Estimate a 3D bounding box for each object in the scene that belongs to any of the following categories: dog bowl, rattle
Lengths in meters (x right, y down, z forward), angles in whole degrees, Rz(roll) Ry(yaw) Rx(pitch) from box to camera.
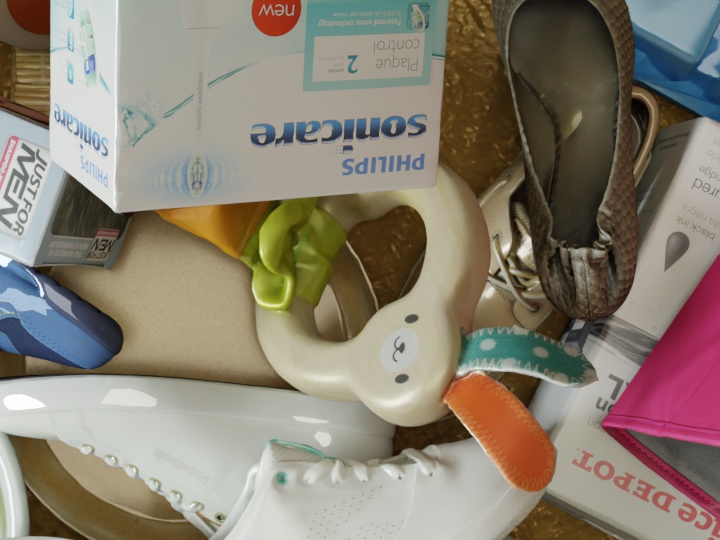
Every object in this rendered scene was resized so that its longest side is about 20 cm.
[{"bbox_3d":[0.190,-0.128,0.904,0.199,0.050,0.112,27,87,-5],"label":"dog bowl"},{"bbox_3d":[0.000,0.000,0.769,0.130,0.200,0.143,-32,133,-2],"label":"rattle"}]

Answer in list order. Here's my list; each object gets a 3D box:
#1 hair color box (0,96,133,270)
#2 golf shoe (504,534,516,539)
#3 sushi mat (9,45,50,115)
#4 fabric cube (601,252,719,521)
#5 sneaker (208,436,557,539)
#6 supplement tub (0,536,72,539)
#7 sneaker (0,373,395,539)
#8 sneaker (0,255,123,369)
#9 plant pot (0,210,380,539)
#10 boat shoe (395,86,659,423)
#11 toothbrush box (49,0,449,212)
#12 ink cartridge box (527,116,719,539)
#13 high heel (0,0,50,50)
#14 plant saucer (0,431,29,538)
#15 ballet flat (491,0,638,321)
[{"bbox_3d":[-0.207,-0.063,0.811,0.199,0.099,0.061,23,94,12],"label":"hair color box"},{"bbox_3d":[0.124,0.192,0.893,0.200,0.077,0.088,46,66,-6],"label":"golf shoe"},{"bbox_3d":[-0.076,-0.089,0.882,0.198,0.012,0.096,1,68,-6],"label":"sushi mat"},{"bbox_3d":[0.255,0.047,0.752,0.196,0.200,0.200,36,83,-6],"label":"fabric cube"},{"bbox_3d":[-0.007,0.108,0.796,0.199,0.075,0.089,-29,94,-9],"label":"sneaker"},{"bbox_3d":[-0.153,0.239,0.798,0.131,0.132,0.201,-5,112,-5],"label":"supplement tub"},{"bbox_3d":[-0.083,0.093,0.836,0.198,0.073,0.085,7,86,-7],"label":"sneaker"},{"bbox_3d":[-0.208,0.019,0.809,0.199,0.074,0.083,16,79,2],"label":"sneaker"},{"bbox_3d":[-0.087,0.045,0.887,0.198,0.027,0.202,0,89,-5],"label":"plant pot"},{"bbox_3d":[0.078,-0.012,0.883,0.071,0.065,0.201,34,87,-4],"label":"boat shoe"},{"bbox_3d":[-0.044,-0.133,0.706,0.146,0.085,0.201,-5,110,-27],"label":"toothbrush box"},{"bbox_3d":[0.179,0.047,0.883,0.145,0.083,0.201,26,86,-6],"label":"ink cartridge box"},{"bbox_3d":[-0.202,-0.159,0.867,0.199,0.096,0.068,5,117,-22],"label":"high heel"},{"bbox_3d":[-0.259,0.124,0.857,0.199,0.050,0.202,0,90,-6],"label":"plant saucer"},{"bbox_3d":[0.098,-0.076,0.837,0.067,0.046,0.202,-6,78,13],"label":"ballet flat"}]
